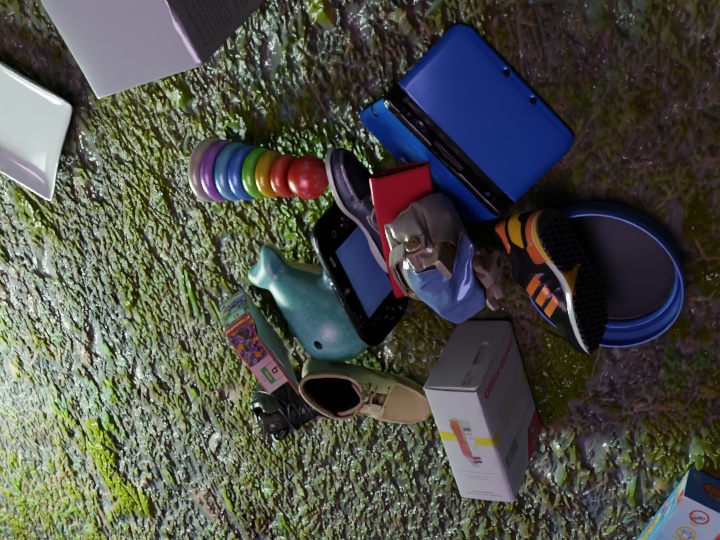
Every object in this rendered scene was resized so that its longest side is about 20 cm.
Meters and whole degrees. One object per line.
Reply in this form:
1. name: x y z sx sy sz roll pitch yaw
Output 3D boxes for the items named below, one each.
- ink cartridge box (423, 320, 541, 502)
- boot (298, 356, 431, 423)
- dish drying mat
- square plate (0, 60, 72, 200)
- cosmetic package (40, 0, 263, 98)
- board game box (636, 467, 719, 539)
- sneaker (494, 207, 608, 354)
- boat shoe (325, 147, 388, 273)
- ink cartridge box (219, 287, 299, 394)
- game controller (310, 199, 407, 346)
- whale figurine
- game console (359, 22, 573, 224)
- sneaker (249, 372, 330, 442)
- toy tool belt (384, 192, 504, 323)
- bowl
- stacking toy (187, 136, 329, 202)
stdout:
1. ink cartridge box: 0.169 0.187 1.553 0.082 0.146 0.202 0 126 29
2. boot: 0.009 0.177 1.613 0.197 0.155 0.074 21 93 -1
3. dish drying mat: 0.061 -0.049 1.426 0.076 0.018 0.202 -14 133 0
4. square plate: -0.507 -0.220 1.657 0.196 0.029 0.201 31 135 2
5. cosmetic package: -0.230 -0.329 1.296 0.164 0.201 0.169 -9 121 33
6. board game box: 0.504 0.392 1.606 0.198 0.056 0.197 26 134 7
7. sneaker: 0.228 0.012 1.384 0.089 0.070 0.202 1 128 46
8. boat shoe: 0.023 -0.076 1.460 0.061 0.075 0.201 -10 123 36
9. ink cartridge box: -0.145 0.110 1.630 0.050 0.200 0.110 -34 111 1
10. game controller: 0.000 0.000 1.515 0.042 0.105 0.202 -5 125 36
11. whale figurine: -0.071 0.050 1.593 0.199 0.104 0.159 34 135 -4
12. game console: 0.122 -0.169 1.370 0.200 0.119 0.170 44 165 -11
13. sneaker: -0.081 0.209 1.729 0.196 0.115 0.077 4 131 22
14. toy tool belt: 0.114 0.009 1.396 0.124 0.123 0.200 -37 137 6
15. bowl: 0.297 0.004 1.405 0.198 0.040 0.203 15 132 17
16. stacking toy: -0.125 -0.121 1.472 0.198 0.085 0.086 10 132 35
